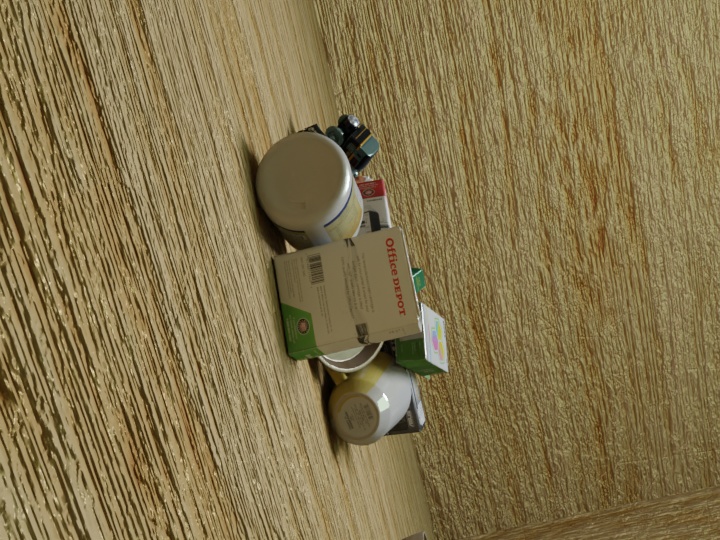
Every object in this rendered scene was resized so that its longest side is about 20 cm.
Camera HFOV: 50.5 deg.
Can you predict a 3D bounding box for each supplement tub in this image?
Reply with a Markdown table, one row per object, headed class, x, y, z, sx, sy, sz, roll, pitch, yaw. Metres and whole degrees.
| class | x | y | z | sx | sy | sz | roll | pitch | yaw |
| --- | --- | --- | --- | --- | --- | --- | --- | --- | --- |
| supplement tub | -0.071 | -0.107 | 1.165 | 0.200 | 0.140 | 0.148 | 63 | 15 | -74 |

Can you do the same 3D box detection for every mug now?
| class | x | y | z | sx | sy | sz | roll | pitch | yaw |
| --- | --- | --- | --- | --- | --- | --- | --- | --- | --- |
| mug | -0.008 | 0.227 | 1.355 | 0.153 | 0.183 | 0.153 | -35 | 148 | -76 |

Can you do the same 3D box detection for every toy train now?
| class | x | y | z | sx | sy | sz | roll | pitch | yaw |
| --- | --- | --- | --- | --- | --- | --- | --- | --- | --- |
| toy train | -0.044 | -0.248 | 1.665 | 0.114 | 0.200 | 0.085 | 44 | 44 | -2 |

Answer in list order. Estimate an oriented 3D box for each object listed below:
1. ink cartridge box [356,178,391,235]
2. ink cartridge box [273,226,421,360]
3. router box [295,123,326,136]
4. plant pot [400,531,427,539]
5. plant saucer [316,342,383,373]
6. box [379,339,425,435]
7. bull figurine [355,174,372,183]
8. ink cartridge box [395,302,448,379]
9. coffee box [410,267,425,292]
| class | x | y | z | sx | sy | sz | roll | pitch | yaw |
| --- | --- | --- | --- | --- | --- | --- | --- | --- | --- |
| ink cartridge box | -0.011 | -0.060 | 1.421 | 0.085 | 0.140 | 0.204 | 76 | 6 | -52 |
| ink cartridge box | -0.016 | 0.036 | 1.117 | 0.084 | 0.194 | 0.150 | 59 | 19 | -73 |
| router box | -0.069 | -0.177 | 1.582 | 0.151 | 0.061 | 0.203 | -124 | -164 | -46 |
| plant pot | 0.054 | 0.514 | 1.154 | 0.200 | 0.131 | 0.206 | -13 | 90 | -86 |
| plant saucer | -0.028 | 0.069 | 1.291 | 0.197 | 0.029 | 0.206 | 2 | 87 | -42 |
| box | 0.029 | 0.214 | 1.460 | 0.048 | 0.154 | 0.206 | -32 | 110 | -67 |
| bull figurine | -0.028 | -0.128 | 1.783 | 0.065 | 0.118 | 0.206 | -153 | -123 | -67 |
| ink cartridge box | 0.124 | 0.137 | 1.441 | 0.200 | 0.058 | 0.107 | 37 | 47 | -62 |
| coffee box | 0.030 | 0.051 | 1.541 | 0.199 | 0.121 | 0.045 | -35 | 117 | -42 |
